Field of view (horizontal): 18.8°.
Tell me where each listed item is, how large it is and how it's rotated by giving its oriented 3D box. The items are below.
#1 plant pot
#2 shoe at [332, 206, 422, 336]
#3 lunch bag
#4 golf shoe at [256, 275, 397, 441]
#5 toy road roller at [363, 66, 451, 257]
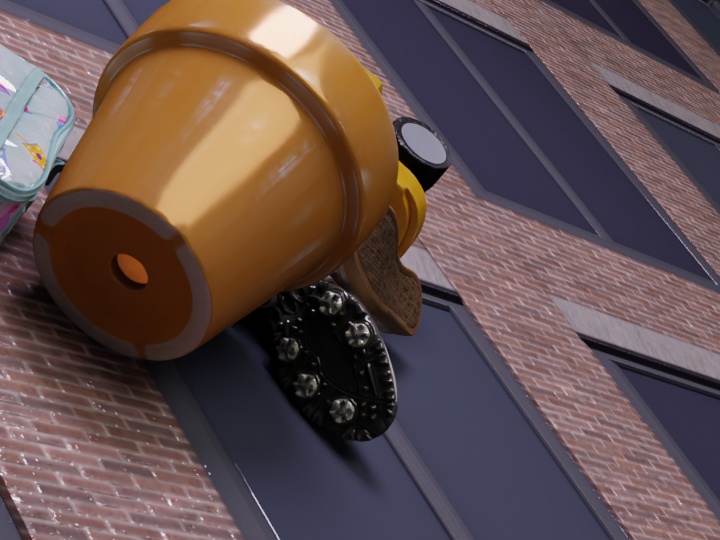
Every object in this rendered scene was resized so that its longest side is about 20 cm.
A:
[{"bbox_3d":[-0.104,-0.046,1.356,0.200,0.200,0.183,40,45,-1],"label":"plant pot"},{"bbox_3d":[0.000,0.000,1.552,0.053,0.070,0.200,8,-20,16],"label":"shoe"},{"bbox_3d":[-0.255,-0.093,1.326,0.160,0.077,0.200,31,22,-11],"label":"lunch bag"},{"bbox_3d":[-0.026,0.037,1.498,0.200,0.077,0.088,54,14,29],"label":"golf shoe"},{"bbox_3d":[-0.039,-0.082,1.662,0.200,0.123,0.146,41,31,-1],"label":"toy road roller"}]
